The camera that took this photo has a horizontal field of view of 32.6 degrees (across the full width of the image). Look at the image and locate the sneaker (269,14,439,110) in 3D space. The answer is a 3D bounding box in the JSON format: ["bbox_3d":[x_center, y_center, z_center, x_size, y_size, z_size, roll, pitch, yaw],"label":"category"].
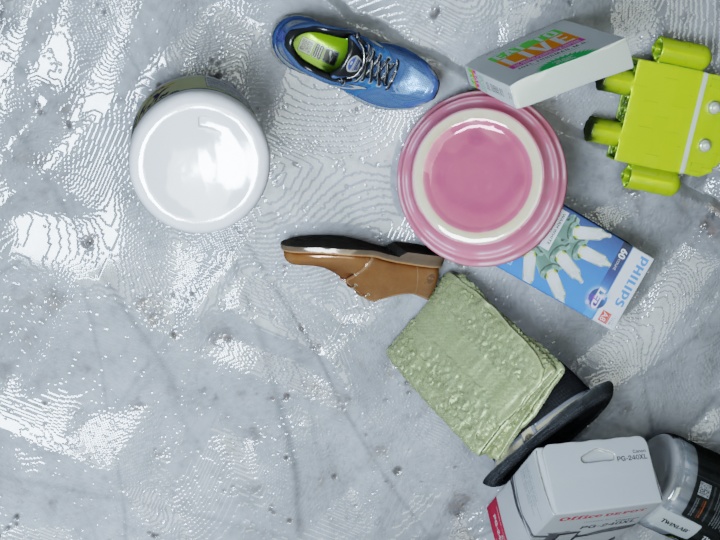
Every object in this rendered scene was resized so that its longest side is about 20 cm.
[{"bbox_3d":[-0.004,-0.225,1.372,0.197,0.089,0.080,15,103,-13],"label":"sneaker"}]

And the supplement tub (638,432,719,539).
[{"bbox_3d":[0.447,0.296,1.563,0.198,0.123,0.124,25,99,-14],"label":"supplement tub"}]

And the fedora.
[{"bbox_3d":[0.210,0.173,1.496,0.199,0.201,0.092,-35,71,1],"label":"fedora"}]

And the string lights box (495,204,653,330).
[{"bbox_3d":[0.240,-0.022,1.480,0.198,0.059,0.104,28,97,-15],"label":"string lights box"}]

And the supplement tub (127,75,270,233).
[{"bbox_3d":[-0.173,-0.130,1.309,0.143,0.200,0.147,-2,105,-9],"label":"supplement tub"}]

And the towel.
[{"bbox_3d":[0.131,0.111,1.449,0.200,0.036,0.149,43,98,29],"label":"towel"}]

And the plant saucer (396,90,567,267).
[{"bbox_3d":[0.136,-0.106,1.406,0.197,0.051,0.204,0,90,13],"label":"plant saucer"}]

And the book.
[{"bbox_3d":[0.200,-0.223,1.348,0.132,0.200,0.049,-21,108,-4],"label":"book"}]

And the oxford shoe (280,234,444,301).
[{"bbox_3d":[0.000,0.000,1.440,0.197,0.071,0.072,9,105,-13],"label":"oxford shoe"}]

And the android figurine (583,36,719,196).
[{"bbox_3d":[0.370,-0.182,1.472,0.197,0.041,0.185,11,102,-10],"label":"android figurine"}]

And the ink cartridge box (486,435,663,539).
[{"bbox_3d":[0.253,0.279,1.479,0.143,0.201,0.084,-4,62,-15],"label":"ink cartridge box"}]
